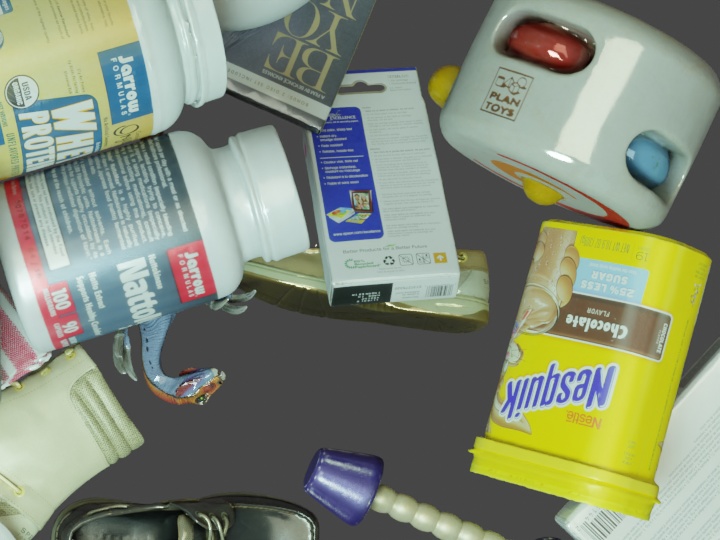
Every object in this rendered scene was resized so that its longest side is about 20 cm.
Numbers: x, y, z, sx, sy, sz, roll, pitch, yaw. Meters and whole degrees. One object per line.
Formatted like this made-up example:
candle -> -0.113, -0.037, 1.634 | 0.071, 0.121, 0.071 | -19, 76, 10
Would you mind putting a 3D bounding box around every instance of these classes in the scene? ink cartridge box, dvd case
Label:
ink cartridge box -> 0.011, -0.065, 1.563 | 0.095, 0.037, 0.200 | -4, 56, -8
ink cartridge box -> 0.280, 0.180, 1.627 | 0.176, 0.045, 0.200 | 44, 85, -5
dvd case -> -0.060, -0.220, 1.576 | 0.149, 0.016, 0.200 | 24, 76, -6

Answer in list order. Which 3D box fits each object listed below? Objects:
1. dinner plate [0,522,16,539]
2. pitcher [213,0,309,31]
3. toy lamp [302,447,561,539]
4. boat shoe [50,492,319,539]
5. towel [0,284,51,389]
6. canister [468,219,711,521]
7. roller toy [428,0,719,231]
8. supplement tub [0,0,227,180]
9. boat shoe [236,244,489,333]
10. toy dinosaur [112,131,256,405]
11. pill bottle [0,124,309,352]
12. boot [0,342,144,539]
dinner plate -> -0.336, 0.223, 1.484 | 0.200, 0.024, 0.200 | -4, 134, -4
pitcher -> -0.069, -0.269, 1.527 | 0.200, 0.121, 0.172 | -30, 64, -25
toy lamp -> 0.053, 0.188, 1.590 | 0.200, 0.058, 0.058 | 26, 86, -9
boat shoe -> -0.127, 0.204, 1.554 | 0.200, 0.073, 0.075 | -2, 90, -8
towel -> -0.340, 0.060, 1.491 | 0.200, 0.030, 0.146 | -35, 78, -21
canister -> 0.172, 0.071, 1.564 | 0.086, 0.148, 0.200 | 20, 84, -42
roller toy -> 0.155, -0.114, 1.541 | 0.200, 0.182, 0.140 | 26, 87, -7
supplement tub -> -0.203, -0.146, 1.405 | 0.200, 0.145, 0.145 | -18, 92, -14
boat shoe -> 0.000, 0.000, 1.581 | 0.200, 0.074, 0.066 | 10, 74, -8
toy dinosaur -> -0.136, 0.002, 1.563 | 0.105, 0.200, 0.182 | 2, 126, -13
pill bottle -> -0.142, -0.028, 1.428 | 0.200, 0.120, 0.120 | -17, 92, -5
boot -> -0.271, 0.095, 1.536 | 0.155, 0.073, 0.200 | -40, 83, -13
